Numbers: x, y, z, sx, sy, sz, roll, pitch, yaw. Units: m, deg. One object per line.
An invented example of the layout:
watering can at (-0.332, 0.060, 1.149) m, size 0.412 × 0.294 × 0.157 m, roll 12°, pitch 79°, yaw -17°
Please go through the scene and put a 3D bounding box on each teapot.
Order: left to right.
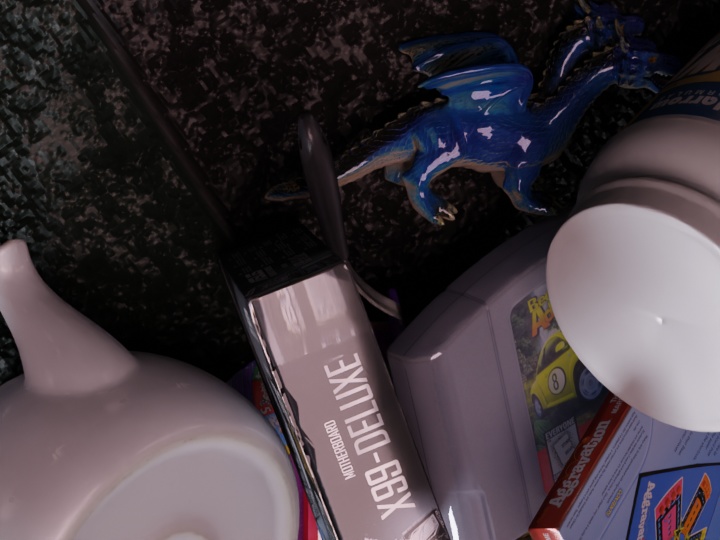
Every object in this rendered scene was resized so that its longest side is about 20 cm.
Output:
teapot at (-0.136, 0.119, 1.424) m, size 0.200 × 0.146 × 0.197 m, roll -58°, pitch 141°, yaw -3°

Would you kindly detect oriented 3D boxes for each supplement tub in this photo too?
supplement tub at (0.189, -0.033, 1.371) m, size 0.200 × 0.144 × 0.145 m, roll -44°, pitch 124°, yaw -38°

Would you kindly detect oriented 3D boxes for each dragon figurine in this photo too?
dragon figurine at (0.050, -0.079, 1.414) m, size 0.199 × 0.059 × 0.100 m, roll -2°, pitch 114°, yaw -11°

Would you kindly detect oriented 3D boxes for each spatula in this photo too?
spatula at (0.000, 0.000, 1.392) m, size 0.021 × 0.057 × 0.200 m, roll -19°, pitch 134°, yaw 5°

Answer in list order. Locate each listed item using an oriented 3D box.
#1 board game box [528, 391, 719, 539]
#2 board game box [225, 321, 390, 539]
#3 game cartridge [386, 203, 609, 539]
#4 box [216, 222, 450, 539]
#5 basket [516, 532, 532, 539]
board game box at (0.147, 0.090, 1.412) m, size 0.019 × 0.200 × 0.103 m, roll -5°, pitch 126°, yaw 39°
board game box at (0.006, 0.123, 1.505) m, size 0.158 × 0.039 × 0.200 m, roll -45°, pitch 115°, yaw 10°
game cartridge at (0.104, 0.039, 1.444) m, size 0.200 × 0.041 × 0.133 m, roll -30°, pitch 117°, yaw -30°
box at (-0.011, 0.066, 1.368) m, size 0.050 × 0.200 × 0.158 m, roll -21°, pitch 99°, yaw -4°
basket at (0.131, 0.226, 1.505) m, size 0.142 × 0.149 × 0.201 m, roll -8°, pitch 118°, yaw -25°
